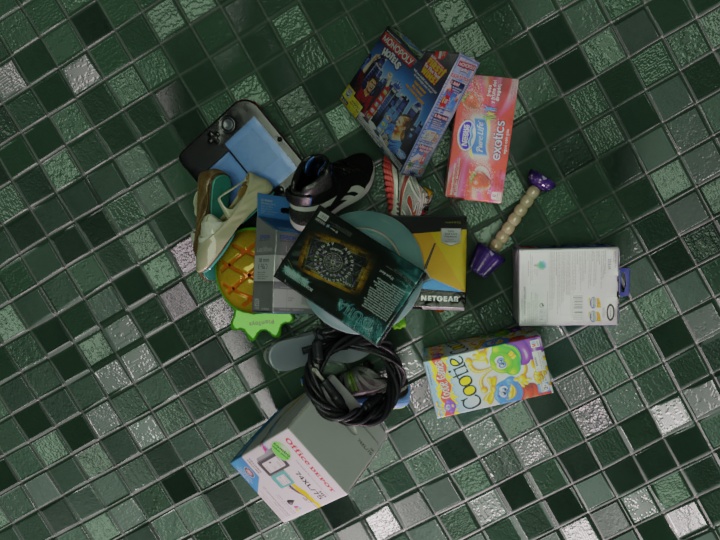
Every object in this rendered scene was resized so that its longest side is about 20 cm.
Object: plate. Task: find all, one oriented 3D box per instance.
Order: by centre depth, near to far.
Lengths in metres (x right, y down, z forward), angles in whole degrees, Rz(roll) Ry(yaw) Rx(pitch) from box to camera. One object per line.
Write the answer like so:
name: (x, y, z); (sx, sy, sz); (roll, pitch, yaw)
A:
plate: (0.000, 0.000, 1.054); (0.200, 0.026, 0.201); (-2, 80, 10)

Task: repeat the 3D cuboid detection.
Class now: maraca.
maraca: (-0.183, 0.024, 1.176); (0.137, 0.107, 0.200); (-8, 96, 5)

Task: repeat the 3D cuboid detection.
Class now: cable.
cable: (-0.001, 0.179, 1.114); (0.200, 0.051, 0.163); (17, 56, -31)

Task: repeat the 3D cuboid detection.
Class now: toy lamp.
toy lamp: (0.257, -0.078, 1.156); (0.058, 0.058, 0.200); (32, 96, 0)

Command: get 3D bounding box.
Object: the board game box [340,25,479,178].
board game box: (0.086, -0.293, 1.087); (0.200, 0.062, 0.200); (-50, 59, 28)

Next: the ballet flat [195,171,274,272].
ballet flat: (-0.229, -0.088, 1.135); (0.069, 0.069, 0.200); (37, 72, -1)

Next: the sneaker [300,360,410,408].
sneaker: (-0.009, 0.204, 1.212); (0.199, 0.071, 0.083); (4, 78, 5)

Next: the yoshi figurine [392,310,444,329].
yoshi figurine: (0.046, 0.062, 1.165); (0.200, 0.112, 0.113); (-7, 105, 10)

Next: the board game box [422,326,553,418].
board game box: (0.216, 0.172, 1.165); (0.200, 0.105, 0.103); (-14, 95, 5)

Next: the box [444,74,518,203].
box: (0.199, -0.218, 1.121); (0.094, 0.103, 0.200); (7, 99, 5)

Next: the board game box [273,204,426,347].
board game box: (-0.018, 0.007, 1.029); (0.200, 0.028, 0.135); (34, 88, 14)

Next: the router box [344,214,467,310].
router box: (0.071, -0.013, 1.086); (0.200, 0.051, 0.150); (1, 81, 8)

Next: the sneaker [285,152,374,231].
sneaker: (-0.041, -0.158, 1.096); (0.073, 0.112, 0.200); (29, 56, 22)

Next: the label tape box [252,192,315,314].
label tape box: (-0.103, -0.026, 1.129); (0.063, 0.144, 0.201); (-2, 85, 48)

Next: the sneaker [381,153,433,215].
sneaker: (0.088, -0.107, 1.154); (0.082, 0.078, 0.200); (-8, 96, 4)

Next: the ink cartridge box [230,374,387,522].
ink cartridge box: (-0.088, 0.305, 1.142); (0.147, 0.146, 0.200); (48, 132, -2)

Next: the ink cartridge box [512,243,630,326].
ink cartridge box: (0.366, 0.024, 1.149); (0.200, 0.076, 0.137); (-1, 98, 6)

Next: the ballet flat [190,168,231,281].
ballet flat: (-0.271, -0.084, 1.186); (0.072, 0.068, 0.200); (22, 115, 39)

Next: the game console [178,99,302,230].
game console: (-0.201, -0.181, 1.191); (0.177, 0.031, 0.200); (-39, 92, 8)

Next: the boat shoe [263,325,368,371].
boat shoe: (-0.079, 0.140, 1.202); (0.202, 0.086, 0.075); (-12, 92, -23)
